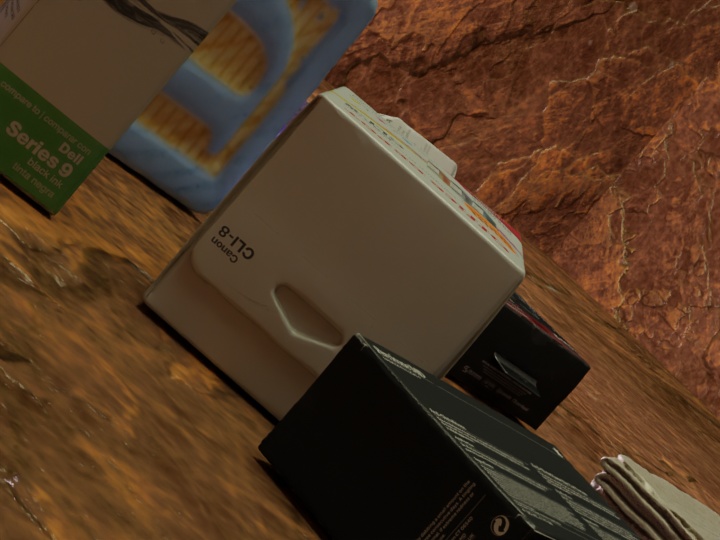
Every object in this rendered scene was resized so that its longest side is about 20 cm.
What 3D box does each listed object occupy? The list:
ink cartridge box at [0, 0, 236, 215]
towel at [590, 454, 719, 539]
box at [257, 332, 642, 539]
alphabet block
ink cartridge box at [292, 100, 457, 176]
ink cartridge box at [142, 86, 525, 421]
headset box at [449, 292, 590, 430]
[{"bbox_3d":[-0.132,-0.144,1.100,0.084,0.200,0.146,40,7,-16],"label":"ink cartridge box"},{"bbox_3d":[0.225,0.186,1.308,0.133,0.034,0.200,47,9,36],"label":"towel"},{"bbox_3d":[0.064,0.126,0.976,0.200,0.079,0.141,32,14,-51],"label":"box"},{"bbox_3d":[-0.141,-0.193,1.406,0.195,0.196,0.200,37,7,-36],"label":"alphabet block"},{"bbox_3d":[-0.041,-0.114,1.752,0.200,0.057,0.162,41,-29,-27],"label":"ink cartridge box"},{"bbox_3d":[-0.008,-0.001,1.117,0.145,0.145,0.200,41,7,-2],"label":"ink cartridge box"},{"bbox_3d":[0.088,0.037,1.703,0.149,0.077,0.200,34,10,-43],"label":"headset box"}]
